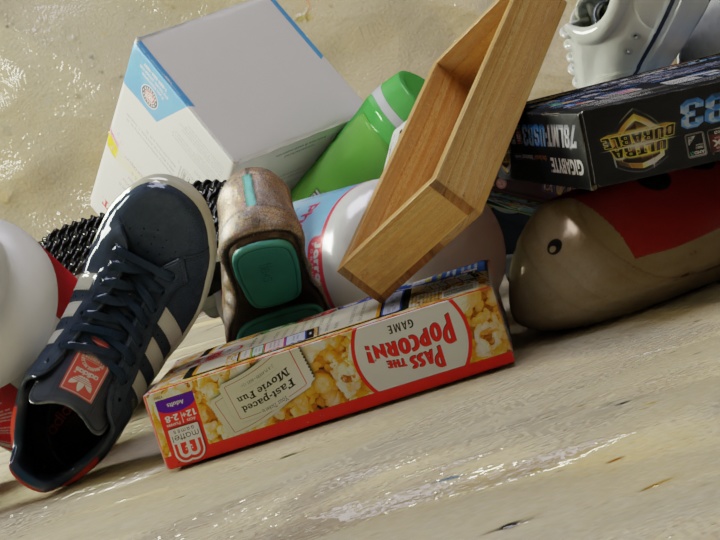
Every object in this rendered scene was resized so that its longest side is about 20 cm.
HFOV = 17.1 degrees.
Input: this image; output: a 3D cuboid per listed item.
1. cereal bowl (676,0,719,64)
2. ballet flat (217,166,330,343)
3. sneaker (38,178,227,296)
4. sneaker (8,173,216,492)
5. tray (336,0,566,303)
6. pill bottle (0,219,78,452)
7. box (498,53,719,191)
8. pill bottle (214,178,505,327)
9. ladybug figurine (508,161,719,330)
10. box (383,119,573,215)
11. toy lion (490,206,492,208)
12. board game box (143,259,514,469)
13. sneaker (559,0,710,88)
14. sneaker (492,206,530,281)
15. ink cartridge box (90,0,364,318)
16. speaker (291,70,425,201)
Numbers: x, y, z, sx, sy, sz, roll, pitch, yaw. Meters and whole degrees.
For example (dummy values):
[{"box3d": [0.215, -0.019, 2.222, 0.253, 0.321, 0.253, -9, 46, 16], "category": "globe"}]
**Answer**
[{"box3d": [0.265, -0.142, 1.567, 0.083, 0.201, 0.200, 5, 17, 36], "category": "cereal bowl"}, {"box3d": [-0.055, 0.001, 1.443, 0.068, 0.068, 0.200, -11, -28, -8], "category": "ballet flat"}, {"box3d": [-0.122, 0.003, 1.561, 0.199, 0.090, 0.070, -12, 43, 29], "category": "sneaker"}, {"box3d": [-0.143, 0.042, 1.348, 0.075, 0.201, 0.085, 26, 22, 4], "category": "sneaker"}, {"box3d": [0.055, -0.078, 1.369, 0.099, 0.037, 0.200, -43, 15, 43], "category": "tray"}, {"box3d": [-0.220, 0.036, 1.447, 0.112, 0.113, 0.200, -17, -24, 10], "category": "pill bottle"}, {"box3d": [0.190, -0.091, 1.356, 0.199, 0.050, 0.198, -14, 6, -11], "category": "box"}, {"box3d": [0.000, 0.000, 1.530, 0.108, 0.109, 0.200, -21, 4, -36], "category": "pill bottle"}, {"box3d": [0.167, -0.024, 1.383, 0.199, 0.072, 0.136, -20, 5, -33], "category": "ladybug figurine"}, {"box3d": [0.118, -0.054, 1.513, 0.199, 0.035, 0.110, 14, -3, -4], "category": "box"}, {"box3d": [0.013, -0.018, 1.796, 0.191, 0.069, 0.200, -31, 21, 22], "category": "toy lion"}, {"box3d": [-0.014, 0.050, 1.358, 0.199, 0.047, 0.152, -18, 4, 5], "category": "board game box"}, {"box3d": [0.159, -0.141, 1.502, 0.073, 0.071, 0.200, -62, -1, -41], "category": "sneaker"}, {"box3d": [0.168, -0.063, 1.638, 0.199, 0.109, 0.070, -14, 6, 37], "category": "sneaker"}, {"box3d": [-0.101, -0.074, 1.742, 0.125, 0.129, 0.200, -24, -27, -34], "category": "ink cartridge box"}, {"box3d": [-0.007, -0.041, 1.671, 0.200, 0.088, 0.088, -49, -6, 18], "category": "speaker"}]
